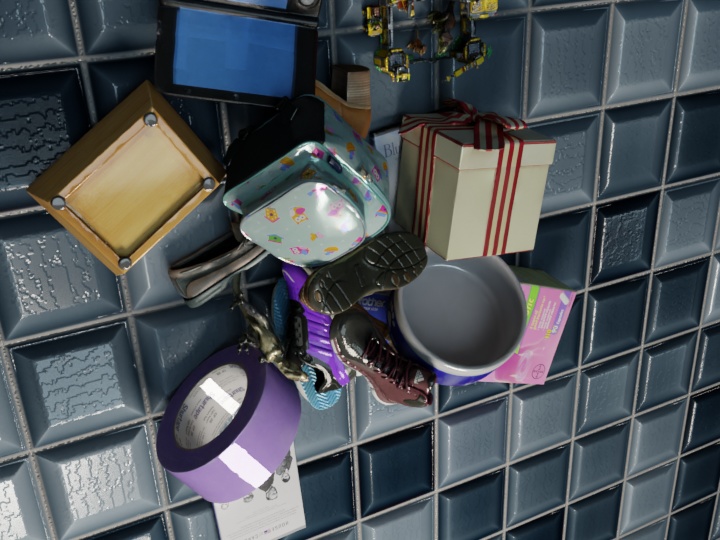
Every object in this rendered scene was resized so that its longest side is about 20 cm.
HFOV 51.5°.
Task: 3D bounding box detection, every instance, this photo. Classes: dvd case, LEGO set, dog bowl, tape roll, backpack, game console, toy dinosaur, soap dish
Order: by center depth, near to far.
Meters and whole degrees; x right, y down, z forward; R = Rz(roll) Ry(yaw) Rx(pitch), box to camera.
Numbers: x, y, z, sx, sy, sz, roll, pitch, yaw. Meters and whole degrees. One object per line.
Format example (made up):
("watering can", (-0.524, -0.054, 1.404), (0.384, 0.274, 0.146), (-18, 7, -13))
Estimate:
("game console", (-0.136, -0.299, 0.868), (0.195, 0.121, 0.174), (3, 144, -15))
("soap dish", (-0.282, -0.106, 0.926), (0.200, 0.081, 0.158), (-43, 123, -4))
("backpack", (-0.055, -0.097, 0.944), (0.174, 0.157, 0.198), (-28, 146, 30))
("toy dinosaur", (-0.142, 0.073, 1.002), (0.047, 0.202, 0.088), (-35, 162, 10))
("LEGO set", (0.112, -0.332, 1.012), (0.195, 0.116, 0.158), (-6, 114, -25))
("tape roll", (-0.183, 0.210, 1.039), (0.200, 0.200, 0.085), (-44, 124, -3))
("dog bowl", (0.138, 0.061, 1.088), (0.196, 0.204, 0.079), (-16, 160, -20))
("dvd case", (0.093, -0.134, 1.145), (0.140, 0.018, 0.204), (-20, 118, -18))
("dvd case", (-0.169, 0.364, 1.216), (0.147, 0.025, 0.205), (-16, 118, -21))

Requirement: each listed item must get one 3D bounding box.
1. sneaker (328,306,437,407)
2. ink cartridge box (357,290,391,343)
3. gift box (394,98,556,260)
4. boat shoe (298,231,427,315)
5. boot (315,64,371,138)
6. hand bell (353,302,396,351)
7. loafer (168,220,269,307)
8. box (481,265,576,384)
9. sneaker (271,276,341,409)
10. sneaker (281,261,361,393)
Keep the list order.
("sneaker", (0.046, 0.122, 1.015), (0.201, 0.114, 0.077), (52, 59, -41))
("ink cartridge box", (0.053, 0.079, 1.199), (0.196, 0.044, 0.096), (8, 105, -29))
("gift box", (0.149, -0.133, 1.055), (0.196, 0.184, 0.191), (-8, 117, -31))
("boat shoe", (0.000, 0.000, 1.008), (0.197, 0.073, 0.078), (-20, 97, -31))
("boot", (-0.075, -0.193, 1.010), (0.196, 0.076, 0.159), (-11, 120, -30))
("hand bell", (0.031, 0.087, 1.126), (0.197, 0.104, 0.106), (29, 97, -20))
("loafer", (-0.173, -0.033, 1.022), (0.199, 0.072, 0.063), (-40, 116, -7))
("box", (0.242, 0.089, 1.270), (0.196, 0.097, 0.180), (8, 107, -29))
("sneaker", (-0.091, 0.106, 1.121), (0.075, 0.081, 0.205), (-18, 98, -19))
("sneaker", (-0.075, 0.084, 1.048), (0.098, 0.069, 0.203), (-31, 101, -16))
